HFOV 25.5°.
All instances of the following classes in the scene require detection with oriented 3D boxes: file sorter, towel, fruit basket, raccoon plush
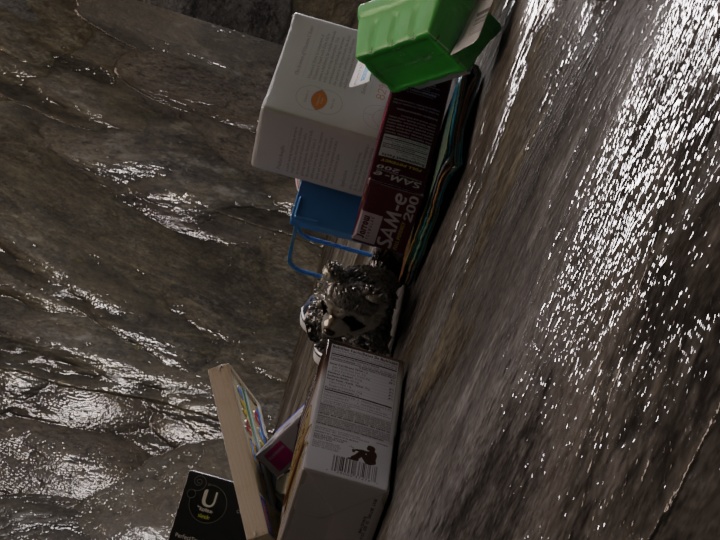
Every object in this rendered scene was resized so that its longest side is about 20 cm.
[{"bbox_3d":[0.000,-0.094,1.871,0.123,0.138,0.200,108,177,-59],"label":"file sorter"},{"bbox_3d":[0.080,-0.095,1.612,0.200,0.022,0.147,108,177,-50],"label":"towel"},{"bbox_3d":[0.084,-0.273,1.572,0.185,0.094,0.200,-12,42,46],"label":"fruit basket"},{"bbox_3d":[0.000,0.000,1.655,0.134,0.097,0.200,101,180,-52],"label":"raccoon plush"}]

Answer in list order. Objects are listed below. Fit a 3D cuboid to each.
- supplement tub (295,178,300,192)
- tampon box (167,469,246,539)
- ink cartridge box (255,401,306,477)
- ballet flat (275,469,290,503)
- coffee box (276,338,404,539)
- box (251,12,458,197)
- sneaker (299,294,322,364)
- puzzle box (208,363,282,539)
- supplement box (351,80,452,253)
[{"bbox_3d":[-0.025,-0.169,2.502,0.200,0.140,0.141,120,166,-72],"label":"supplement tub"},{"bbox_3d":[-0.146,0.349,1.819,0.126,0.150,0.200,74,-148,-74],"label":"tampon box"},{"bbox_3d":[-0.051,0.163,1.760,0.119,0.042,0.200,-43,1,4],"label":"ink cartridge box"},{"bbox_3d":[-0.054,0.234,1.689,0.200,0.075,0.068,123,160,-78],"label":"ballet flat"},{"bbox_3d":[-0.018,0.168,1.430,0.200,0.080,0.113,-80,7,-59],"label":"coffee box"},{"bbox_3d":[-0.004,-0.176,1.780,0.106,0.200,0.153,107,179,-55],"label":"box"},{"bbox_3d":[-0.033,0.062,2.129,0.200,0.078,0.080,-116,37,-68],"label":"sneaker"},{"bbox_3d":[-0.115,0.212,1.711,0.133,0.025,0.200,63,-170,-63],"label":"puzzle box"},{"bbox_3d":[0.046,-0.131,1.629,0.109,0.061,0.200,107,179,-56],"label":"supplement box"}]
